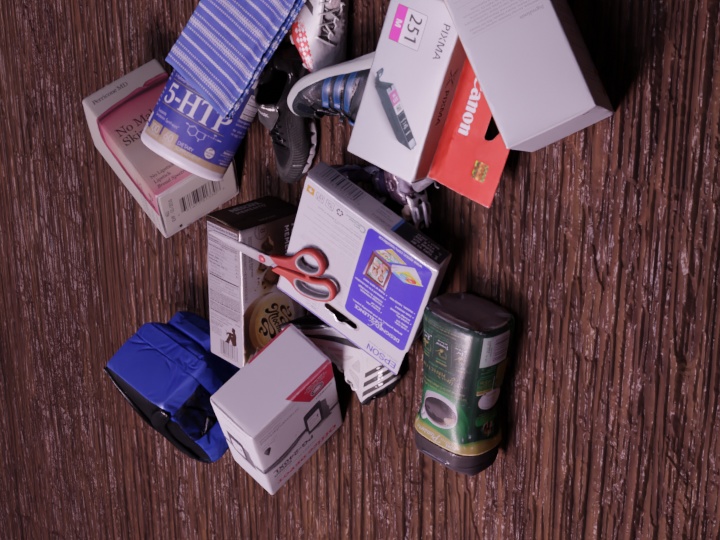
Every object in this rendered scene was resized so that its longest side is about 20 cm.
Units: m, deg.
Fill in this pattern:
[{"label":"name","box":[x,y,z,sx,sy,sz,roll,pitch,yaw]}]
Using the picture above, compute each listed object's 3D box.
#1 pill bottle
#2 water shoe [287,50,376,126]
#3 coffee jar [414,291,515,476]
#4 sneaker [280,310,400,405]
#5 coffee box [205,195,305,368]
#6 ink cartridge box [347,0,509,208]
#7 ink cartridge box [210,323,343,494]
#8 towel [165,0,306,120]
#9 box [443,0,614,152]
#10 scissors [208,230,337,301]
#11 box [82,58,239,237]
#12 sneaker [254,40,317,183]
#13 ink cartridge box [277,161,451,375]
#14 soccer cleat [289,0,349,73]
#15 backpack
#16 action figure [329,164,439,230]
[{"label":"pill bottle","box":[-0.185,-0.228,1.705,0.119,0.119,0.201,34,100,37]},{"label":"water shoe","box":[-0.008,-0.198,1.556,0.199,0.071,0.080,-16,76,40]},{"label":"coffee jar","box":[0.119,0.134,1.560,0.104,0.085,0.202,26,123,38]},{"label":"sneaker","box":[-0.026,0.118,1.735,0.199,0.075,0.117,3,105,47]},{"label":"coffee box","box":[-0.139,0.015,1.800,0.079,0.112,0.202,22,120,43]},{"label":"ink cartridge box","box":[0.089,-0.187,1.441,0.173,0.043,0.202,29,114,26]},{"label":"ink cartridge box","box":[-0.103,0.184,1.740,0.083,0.145,0.201,38,160,23]},{"label":"towel","box":[-0.148,-0.298,1.601,0.145,0.024,0.201,45,110,32]},{"label":"box","box":[0.159,-0.228,1.310,0.097,0.124,0.202,-24,85,19]},{"label":"scissors","box":[-0.111,-0.006,1.660,0.198,0.014,0.074,11,128,36]},{"label":"box","box":[-0.275,-0.170,1.852,0.200,0.127,0.109,49,162,24]},{"label":"sneaker","box":[-0.099,-0.198,1.680,0.066,0.090,0.202,36,130,36]},{"label":"ink cartridge box","box":[0.000,0.000,1.604,0.197,0.043,0.201,36,138,15]},{"label":"soccer cleat","box":[-0.041,-0.322,1.582,0.085,0.068,0.203,8,106,53]},{"label":"backpack","box":[-0.239,0.176,1.950,0.162,0.168,0.201,36,162,40]},{"label":"action figure","box":[0.025,-0.104,1.594,0.199,0.069,0.132,-7,93,47]}]
